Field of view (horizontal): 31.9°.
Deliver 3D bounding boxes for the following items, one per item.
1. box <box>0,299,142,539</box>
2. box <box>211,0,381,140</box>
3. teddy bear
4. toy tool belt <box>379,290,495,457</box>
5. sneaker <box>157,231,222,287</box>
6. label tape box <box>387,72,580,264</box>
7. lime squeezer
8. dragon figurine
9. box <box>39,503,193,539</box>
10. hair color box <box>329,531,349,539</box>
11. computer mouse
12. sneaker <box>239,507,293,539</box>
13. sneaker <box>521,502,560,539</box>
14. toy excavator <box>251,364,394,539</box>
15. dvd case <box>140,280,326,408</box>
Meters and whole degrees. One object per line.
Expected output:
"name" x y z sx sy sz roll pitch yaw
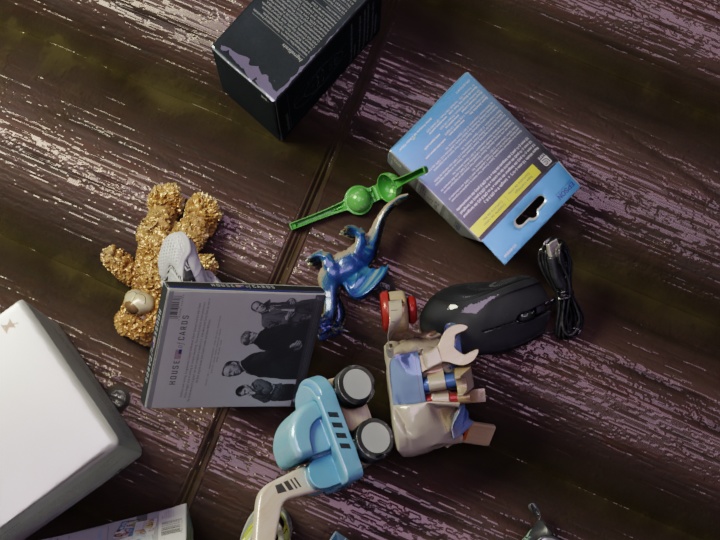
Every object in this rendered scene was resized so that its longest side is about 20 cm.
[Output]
"box" -0.389 0.179 1.426 0.199 0.171 0.200 -36 81 -8
"box" -0.074 -0.284 1.538 0.107 0.149 0.201 39 80 7
"teddy bear" -0.240 -0.012 1.521 0.144 0.067 0.201 34 80 8
"toy tool belt" 0.090 0.115 1.454 0.121 0.125 0.203 -6 106 -2
"sneaker" -0.164 0.033 1.473 0.114 0.075 0.203 -24 121 -25
"label tape box" 0.151 -0.121 1.554 0.143 0.066 0.200 -44 85 -9
"lime squeezer" 0.009 -0.088 1.545 0.198 0.071 0.038 -21 107 26
"dragon figurine" 0.000 0.000 1.527 0.199 0.059 0.100 -38 83 -4
"box" -0.286 0.336 1.407 0.197 0.156 0.042 -12 109 -5
"hair color box" 0.026 0.395 1.423 0.198 0.101 0.061 32 40 5
"computer mouse" 0.168 0.050 1.501 0.197 0.053 0.140 -15 115 1
"sneaker" -0.130 0.367 1.443 0.074 0.076 0.203 13 79 0
"sneaker" 0.179 0.339 1.461 0.197 0.078 0.142 12 77 -9
"toy excavator" -0.063 0.226 1.427 0.197 0.100 0.197 -15 76 -26
"dvd case" -0.145 0.087 1.444 0.197 0.025 0.152 3 113 -29
